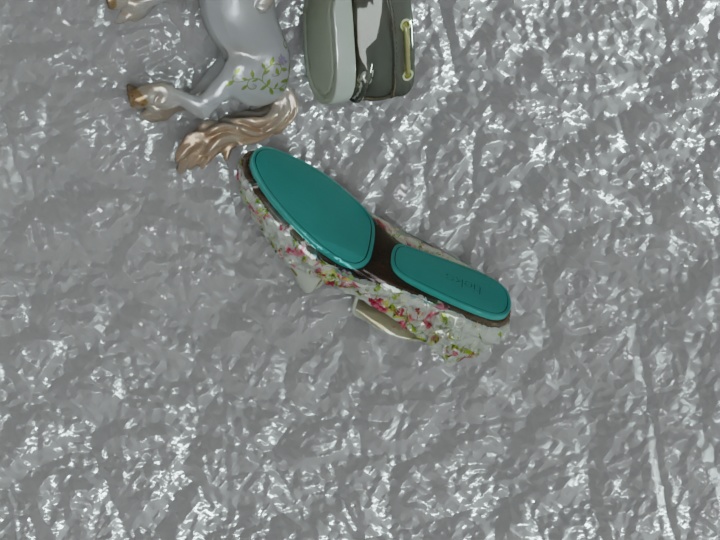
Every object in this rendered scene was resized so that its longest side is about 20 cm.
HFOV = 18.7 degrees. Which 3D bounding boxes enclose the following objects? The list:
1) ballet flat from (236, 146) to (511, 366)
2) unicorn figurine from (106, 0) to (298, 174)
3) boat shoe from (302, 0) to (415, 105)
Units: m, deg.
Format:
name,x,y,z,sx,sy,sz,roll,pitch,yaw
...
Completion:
name,x,y,z,sx,sy,sz,roll,pitch,yaw
ballet flat,0.000,0.000,1.340,0.200,0.076,0.064,32,130,-10
unicorn figurine,-0.079,-0.159,1.281,0.137,0.074,0.200,-12,134,-4
boat shoe,0.002,-0.200,1.291,0.060,0.072,0.202,-4,102,-22
